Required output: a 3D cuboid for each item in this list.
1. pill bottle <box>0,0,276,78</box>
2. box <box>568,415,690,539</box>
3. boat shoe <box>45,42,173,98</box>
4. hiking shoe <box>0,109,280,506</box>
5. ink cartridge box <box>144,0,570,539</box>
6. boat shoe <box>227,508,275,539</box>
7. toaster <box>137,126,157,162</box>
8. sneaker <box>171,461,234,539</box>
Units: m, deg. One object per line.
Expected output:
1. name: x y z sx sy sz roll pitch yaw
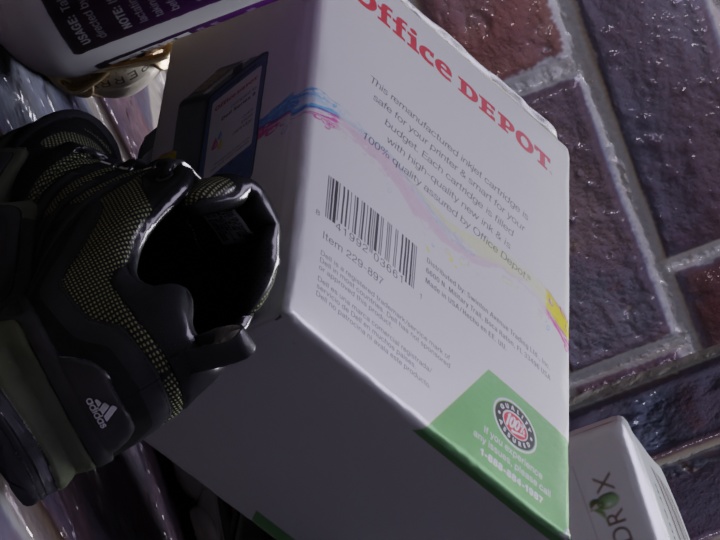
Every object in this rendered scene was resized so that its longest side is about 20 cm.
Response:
1. pill bottle: -0.063 -0.133 0.890 0.112 0.200 0.113 -20 90 -84
2. box: 0.079 0.192 1.224 0.199 0.171 0.200 44 27 -75
3. boat shoe: -0.097 -0.100 1.052 0.200 0.074 0.069 -64 135 -89
4. hiking shoe: -0.070 0.000 0.870 0.200 0.101 0.076 -98 167 -61
5. ink cartridge box: 0.000 0.000 0.977 0.145 0.087 0.200 39 37 -29
6. boat shoe: -0.031 0.134 0.968 0.071 0.072 0.200 33 32 -17
7. toaster: -0.019 0.016 1.218 0.200 0.114 0.129 57 18 -59
8. sneaker: -0.026 0.080 1.076 0.077 0.085 0.200 -56 125 -80
